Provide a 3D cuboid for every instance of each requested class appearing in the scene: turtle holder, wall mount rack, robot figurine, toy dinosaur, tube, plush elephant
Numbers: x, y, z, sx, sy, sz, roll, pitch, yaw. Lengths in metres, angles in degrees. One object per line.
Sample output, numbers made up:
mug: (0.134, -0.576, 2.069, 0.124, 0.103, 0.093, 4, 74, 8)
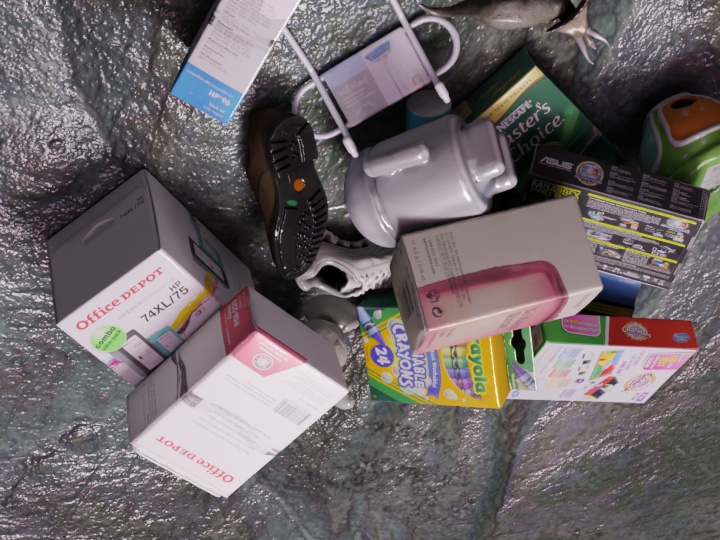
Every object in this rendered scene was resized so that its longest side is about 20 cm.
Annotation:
turtle holder: (0.398, -0.127, 1.509, 0.140, 0.133, 0.185, -35, 153, 15)
wall mount rack: (0.002, -0.225, 1.333, 0.198, 0.075, 0.175, -30, 100, 6)
robot figurine: (0.065, -0.094, 1.372, 0.198, 0.114, 0.169, -20, 153, 19)
toy dinosaur: (0.161, -0.280, 1.316, 0.197, 0.103, 0.078, 2, 129, -22)
tube: (0.079, -0.110, 1.470, 0.077, 0.050, 0.202, -28, 138, -26)
plush elephant: (-0.070, 0.112, 1.525, 0.153, 0.165, 0.202, 1, 121, 32)

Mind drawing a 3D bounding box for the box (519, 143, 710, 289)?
box: (0.279, -0.058, 1.459, 0.197, 0.045, 0.161, 15, 151, 7)

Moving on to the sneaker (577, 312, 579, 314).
sneaker: (0.169, 0.007, 1.507, 0.197, 0.082, 0.075, 4, 167, 10)

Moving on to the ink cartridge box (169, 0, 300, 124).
ink cartridge box: (-0.101, -0.255, 1.226, 0.067, 0.116, 0.201, 28, 118, -13)

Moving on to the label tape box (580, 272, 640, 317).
label tape box: (0.268, 0.057, 1.638, 0.141, 0.066, 0.202, 12, 127, 4)

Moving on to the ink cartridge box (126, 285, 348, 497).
ink cartridge box: (-0.135, 0.134, 1.374, 0.200, 0.085, 0.145, -42, 125, 17)

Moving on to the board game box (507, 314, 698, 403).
board game box: (0.286, 0.110, 1.558, 0.197, 0.041, 0.153, 4, 148, -16)

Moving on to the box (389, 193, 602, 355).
box: (0.142, 0.007, 1.382, 0.197, 0.110, 0.128, -13, 166, -8)

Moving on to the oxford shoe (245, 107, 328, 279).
oxford shoe: (-0.085, -0.087, 1.410, 0.072, 0.084, 0.202, -21, 123, -32)

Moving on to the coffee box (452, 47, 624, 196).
coffee box: (0.204, -0.153, 1.480, 0.123, 0.044, 0.200, -38, 131, 16)

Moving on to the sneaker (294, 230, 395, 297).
sneaker: (0.000, 0.000, 1.517, 0.198, 0.081, 0.076, 4, 126, -25)

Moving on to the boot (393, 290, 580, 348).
boot: (0.160, 0.059, 1.578, 0.198, 0.073, 0.182, -15, 136, 31)

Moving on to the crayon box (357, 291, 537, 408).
crayon box: (0.101, 0.092, 1.506, 0.197, 0.052, 0.127, 0, 112, 24)

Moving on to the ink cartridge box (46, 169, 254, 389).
ink cartridge box: (-0.224, 0.026, 1.412, 0.146, 0.147, 0.200, -34, 131, 12)
